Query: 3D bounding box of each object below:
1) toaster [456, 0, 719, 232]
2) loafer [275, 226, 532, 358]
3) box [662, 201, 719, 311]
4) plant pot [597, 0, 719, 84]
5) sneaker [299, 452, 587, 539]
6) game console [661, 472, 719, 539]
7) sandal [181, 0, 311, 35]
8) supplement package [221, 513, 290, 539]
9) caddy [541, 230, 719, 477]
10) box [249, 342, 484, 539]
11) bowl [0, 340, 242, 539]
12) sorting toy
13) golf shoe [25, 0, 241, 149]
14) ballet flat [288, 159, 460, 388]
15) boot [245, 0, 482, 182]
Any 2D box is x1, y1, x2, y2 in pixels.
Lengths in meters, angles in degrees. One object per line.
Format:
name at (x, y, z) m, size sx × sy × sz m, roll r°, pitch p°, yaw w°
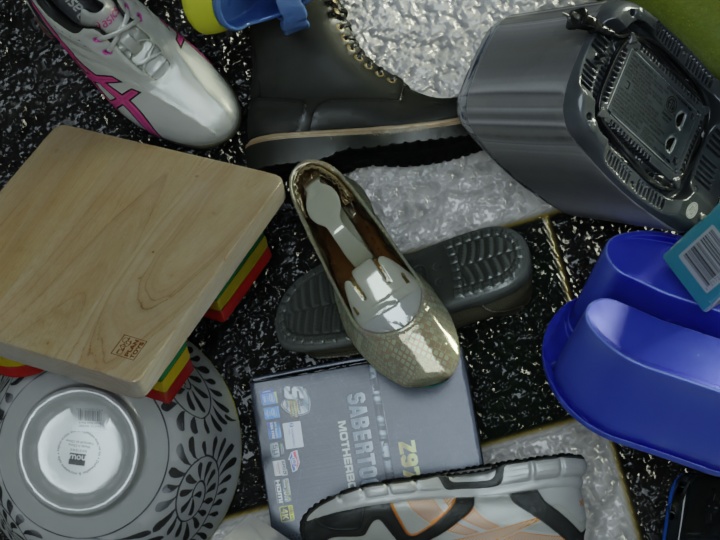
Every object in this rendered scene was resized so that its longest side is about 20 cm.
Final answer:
toaster at (0.156, -0.107, 1.150) m, size 0.129 × 0.200 × 0.114 m, roll 5°, pitch 67°, yaw 50°
loafer at (0.034, 0.028, 1.208) m, size 0.199 × 0.070 × 0.075 m, roll -12°, pitch 55°, yaw 21°
box at (0.301, -0.049, 1.140) m, size 0.200 × 0.082 × 0.049 m, roll -29°, pitch 77°, yaw -31°
plant pot at (0.279, -0.194, 1.170) m, size 0.187 × 0.187 × 0.200 m, roll -42°, pitch 96°, yaw 0°
sneaker at (0.059, 0.173, 1.142) m, size 0.199 × 0.074 × 0.080 m, roll -7°, pitch 86°, yaw 1°
game console at (0.279, 0.247, 1.146) m, size 0.118 × 0.171 × 0.201 m, roll 5°, pitch 84°, yaw 33°
sandal at (-0.035, -0.230, 1.210) m, size 0.087 × 0.080 × 0.200 m, roll 22°, pitch 60°, yaw 33°
supplement package at (-0.090, 0.291, 1.136) m, size 0.121 × 0.120 × 0.200 m, roll 32°, pitch 112°, yaw 8°
caddy at (0.225, 0.063, 1.161) m, size 0.199 × 0.105 × 0.142 m, roll 19°, pitch 49°, yaw 7°
box at (0.013, 0.162, 1.208) m, size 0.157 × 0.051 × 0.201 m, roll -9°, pitch 84°, yaw 3°
bowl at (-0.190, 0.129, 1.209) m, size 0.200 × 0.094 × 0.202 m, roll 0°, pitch 85°, yaw 5°
sorting toy at (-0.179, 0.004, 1.193) m, size 0.198 × 0.070 × 0.200 m, roll 14°, pitch 51°, yaw 25°
golf shoe at (-0.174, -0.161, 1.238) m, size 0.200 × 0.092 × 0.073 m, roll 38°, pitch 87°, yaw 6°
ballet flat at (0.000, 0.000, 1.157) m, size 0.067 × 0.062 × 0.200 m, roll -37°, pitch 52°, yaw 3°
boot at (0.010, -0.147, 1.231) m, size 0.199 × 0.077 × 0.139 m, roll -6°, pitch 79°, yaw 4°
